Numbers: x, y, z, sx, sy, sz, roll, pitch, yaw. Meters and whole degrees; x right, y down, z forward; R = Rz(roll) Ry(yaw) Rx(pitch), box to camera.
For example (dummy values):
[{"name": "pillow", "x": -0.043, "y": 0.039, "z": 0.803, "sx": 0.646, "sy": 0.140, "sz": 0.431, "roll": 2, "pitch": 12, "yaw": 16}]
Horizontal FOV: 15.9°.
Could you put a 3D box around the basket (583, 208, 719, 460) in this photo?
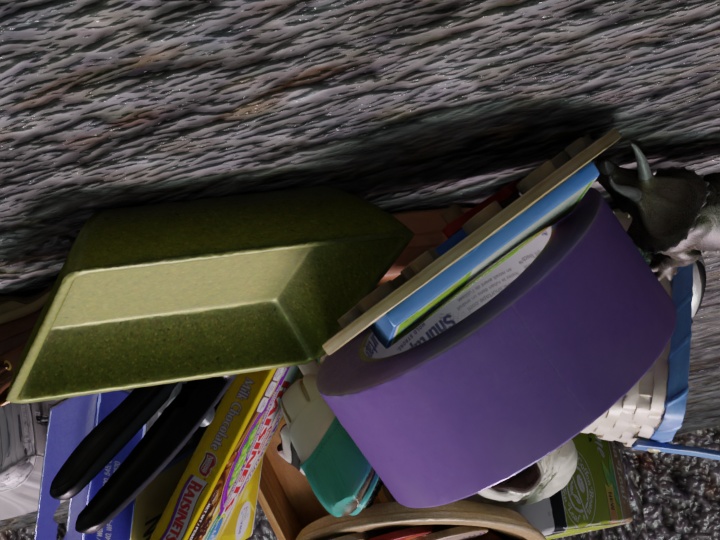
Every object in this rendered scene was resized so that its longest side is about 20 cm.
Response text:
[{"name": "basket", "x": 0.207, "y": 0.041, "z": 1.713, "sx": 0.199, "sy": 0.177, "sz": 0.139, "roll": 2, "pitch": 166, "yaw": -9}]

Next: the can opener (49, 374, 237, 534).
[{"name": "can opener", "x": -0.126, "y": 0.090, "z": 1.598, "sx": 0.079, "sy": 0.063, "sz": 0.200, "roll": -31, "pitch": -160, "yaw": 43}]

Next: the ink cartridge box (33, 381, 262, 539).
[{"name": "ink cartridge box", "x": -0.136, "y": 0.137, "z": 1.735, "sx": 0.047, "sy": 0.198, "sz": 0.200, "roll": 28, "pitch": -143, "yaw": 24}]

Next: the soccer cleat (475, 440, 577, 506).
[{"name": "soccer cleat", "x": 0.101, "y": 0.130, "z": 1.734, "sx": 0.077, "sy": 0.069, "sz": 0.200, "roll": 27, "pitch": -177, "yaw": 34}]

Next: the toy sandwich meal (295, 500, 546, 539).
[{"name": "toy sandwich meal", "x": 0.041, "y": 0.215, "z": 1.780, "sx": 0.204, "sy": 0.071, "sz": 0.205, "roll": -3, "pitch": 159, "yaw": -1}]

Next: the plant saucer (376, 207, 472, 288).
[{"name": "plant saucer", "x": 0.000, "y": 0.000, "z": 1.661, "sx": 0.199, "sy": 0.038, "sz": 0.200, "roll": -10, "pitch": 171, "yaw": -2}]

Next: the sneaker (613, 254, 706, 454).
[{"name": "sneaker", "x": 0.179, "y": 0.050, "z": 1.911, "sx": 0.115, "sy": 0.076, "sz": 0.201, "roll": 3, "pitch": 127, "yaw": -10}]

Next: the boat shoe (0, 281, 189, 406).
[{"name": "boat shoe", "x": -0.171, "y": 0.040, "z": 1.609, "sx": 0.200, "sy": 0.068, "sz": 0.072, "roll": -16, "pitch": 170, "yaw": 35}]

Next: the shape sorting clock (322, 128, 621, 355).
[{"name": "shape sorting clock", "x": 0.059, "y": -0.018, "z": 1.413, "sx": 0.200, "sy": 0.039, "sz": 0.200, "roll": -37, "pitch": 175, "yaw": -4}]

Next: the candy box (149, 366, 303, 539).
[{"name": "candy box", "x": -0.090, "y": 0.128, "z": 1.712, "sx": 0.026, "sy": 0.201, "sz": 0.102, "roll": 27, "pitch": 180, "yaw": 10}]

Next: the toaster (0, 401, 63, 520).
[{"name": "toaster", "x": -0.305, "y": 0.126, "z": 1.893, "sx": 0.199, "sy": 0.114, "sz": 0.129, "roll": -9, "pitch": 168, "yaw": 8}]

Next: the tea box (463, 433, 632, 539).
[{"name": "tea box", "x": 0.091, "y": 0.108, "z": 1.938, "sx": 0.133, "sy": 0.201, "sz": 0.197, "roll": -15, "pitch": 172, "yaw": 28}]

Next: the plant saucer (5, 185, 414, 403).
[{"name": "plant saucer", "x": -0.094, "y": 0.008, "z": 1.466, "sx": 0.199, "sy": 0.048, "sz": 0.200, "roll": -7, "pitch": 159, "yaw": -21}]

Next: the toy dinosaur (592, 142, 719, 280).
[{"name": "toy dinosaur", "x": 0.223, "y": -0.037, "z": 1.547, "sx": 0.199, "sy": 0.077, "sz": 0.102, "roll": -4, "pitch": 177, "yaw": -18}]

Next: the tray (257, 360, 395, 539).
[{"name": "tray", "x": -0.044, "y": 0.109, "z": 1.825, "sx": 0.098, "sy": 0.200, "sz": 0.037, "roll": -14, "pitch": -156, "yaw": 27}]

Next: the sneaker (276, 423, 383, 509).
[{"name": "sneaker", "x": 0.008, "y": 0.063, "z": 1.746, "sx": 0.080, "sy": 0.200, "sz": 0.074, "roll": 22, "pitch": 142, "yaw": 8}]

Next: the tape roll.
[{"name": "tape roll", "x": 0.078, "y": 0.043, "z": 1.499, "sx": 0.200, "sy": 0.085, "sz": 0.200, "roll": -33, "pitch": -167, "yaw": 8}]

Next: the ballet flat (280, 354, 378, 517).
[{"name": "ballet flat", "x": -0.016, "y": 0.084, "z": 1.617, "sx": 0.067, "sy": 0.070, "sz": 0.200, "roll": -53, "pitch": -171, "yaw": 26}]
